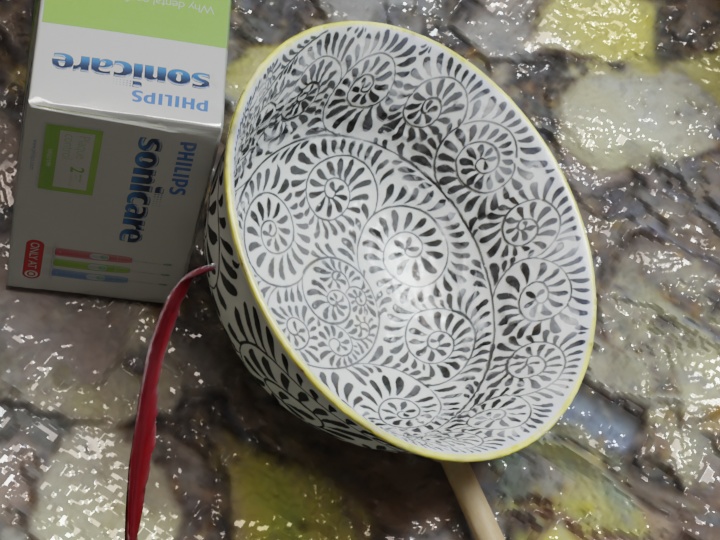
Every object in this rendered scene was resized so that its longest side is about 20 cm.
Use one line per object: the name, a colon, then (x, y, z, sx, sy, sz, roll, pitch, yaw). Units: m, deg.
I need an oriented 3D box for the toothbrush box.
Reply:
toothbrush box: (-0.107, -0.109, 0.962, 0.085, 0.146, 0.201, 6, 58, -10)

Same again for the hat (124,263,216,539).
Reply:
hat: (-0.117, 0.140, 0.785, 0.164, 0.176, 0.201, -10, 62, -20)

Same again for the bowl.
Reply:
bowl: (0.000, 0.000, 0.938, 0.200, 0.094, 0.202, 18, 59, -32)

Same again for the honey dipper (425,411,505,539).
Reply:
honey dipper: (0.071, 0.147, 0.916, 0.038, 0.038, 0.201, -12, 61, -21)
